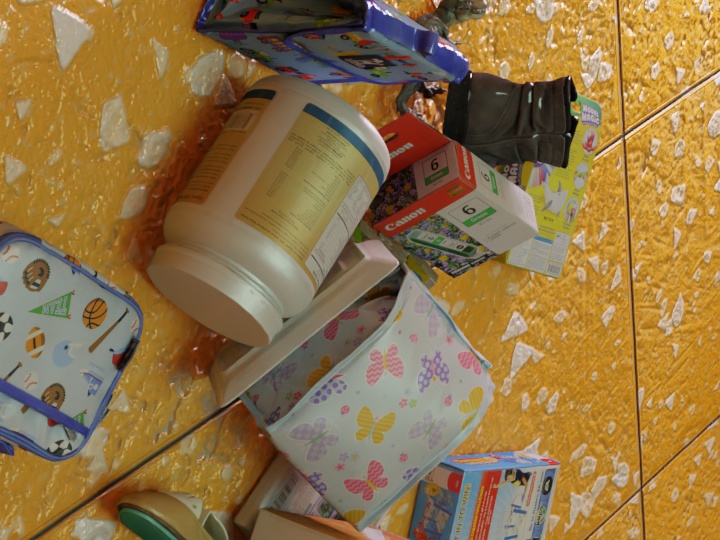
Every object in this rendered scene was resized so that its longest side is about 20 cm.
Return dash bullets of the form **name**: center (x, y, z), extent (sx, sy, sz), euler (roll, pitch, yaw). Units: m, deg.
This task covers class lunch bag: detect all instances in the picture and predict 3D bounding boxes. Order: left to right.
- **lunch bag**: center (-0.264, 0.061, 1.388), extent (0.200, 0.075, 0.161), euler (40, 74, -49)
- **lunch bag**: center (-0.011, -0.208, 1.501), extent (0.150, 0.200, 0.094), euler (22, 85, -52)
- **lunch bag**: center (0.010, 0.110, 1.652), extent (0.200, 0.127, 0.170), euler (-41, 123, 0)

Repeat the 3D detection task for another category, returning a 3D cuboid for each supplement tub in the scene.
- **supplement tub**: center (-0.079, -0.051, 1.518), extent (0.200, 0.144, 0.145), euler (-58, 140, -18)

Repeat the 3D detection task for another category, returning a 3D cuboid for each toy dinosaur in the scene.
- **toy dinosaur**: center (0.050, -0.196, 1.712), extent (0.200, 0.047, 0.088), euler (-38, 126, -34)

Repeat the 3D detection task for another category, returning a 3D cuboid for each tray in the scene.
- **tray**: center (-0.057, 0.039, 1.564), extent (0.200, 0.107, 0.022), euler (-39, 107, 0)

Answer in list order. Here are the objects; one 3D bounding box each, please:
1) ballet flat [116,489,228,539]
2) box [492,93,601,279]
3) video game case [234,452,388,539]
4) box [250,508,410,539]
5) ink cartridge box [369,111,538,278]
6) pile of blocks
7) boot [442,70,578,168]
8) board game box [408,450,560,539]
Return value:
- **ballet flat**: center (-0.161, 0.233, 1.591), extent (0.063, 0.068, 0.200), euler (-64, 151, -26)
- **box**: center (0.199, -0.099, 1.926), extent (0.117, 0.048, 0.201), euler (15, 93, -52)
- **video game case**: center (-0.030, 0.220, 1.776), extent (0.200, 0.024, 0.182), euler (-56, 139, -23)
- **box**: center (-0.009, 0.299, 1.698), extent (0.200, 0.124, 0.098), euler (22, 85, -57)
- **ink cartridge box**: center (0.070, -0.070, 1.704), extent (0.200, 0.109, 0.050), euler (31, 41, -43)
- **pile of blocks**: center (0.000, 0.000, 1.690), extent (0.062, 0.082, 0.200), euler (-39, 141, 20)
- **boot**: center (0.143, -0.112, 1.744), extent (0.200, 0.131, 0.070), euler (95, 3, -52)
- **board game box**: center (0.131, 0.306, 1.978), extent (0.196, 0.056, 0.201), euler (5, 99, -51)
